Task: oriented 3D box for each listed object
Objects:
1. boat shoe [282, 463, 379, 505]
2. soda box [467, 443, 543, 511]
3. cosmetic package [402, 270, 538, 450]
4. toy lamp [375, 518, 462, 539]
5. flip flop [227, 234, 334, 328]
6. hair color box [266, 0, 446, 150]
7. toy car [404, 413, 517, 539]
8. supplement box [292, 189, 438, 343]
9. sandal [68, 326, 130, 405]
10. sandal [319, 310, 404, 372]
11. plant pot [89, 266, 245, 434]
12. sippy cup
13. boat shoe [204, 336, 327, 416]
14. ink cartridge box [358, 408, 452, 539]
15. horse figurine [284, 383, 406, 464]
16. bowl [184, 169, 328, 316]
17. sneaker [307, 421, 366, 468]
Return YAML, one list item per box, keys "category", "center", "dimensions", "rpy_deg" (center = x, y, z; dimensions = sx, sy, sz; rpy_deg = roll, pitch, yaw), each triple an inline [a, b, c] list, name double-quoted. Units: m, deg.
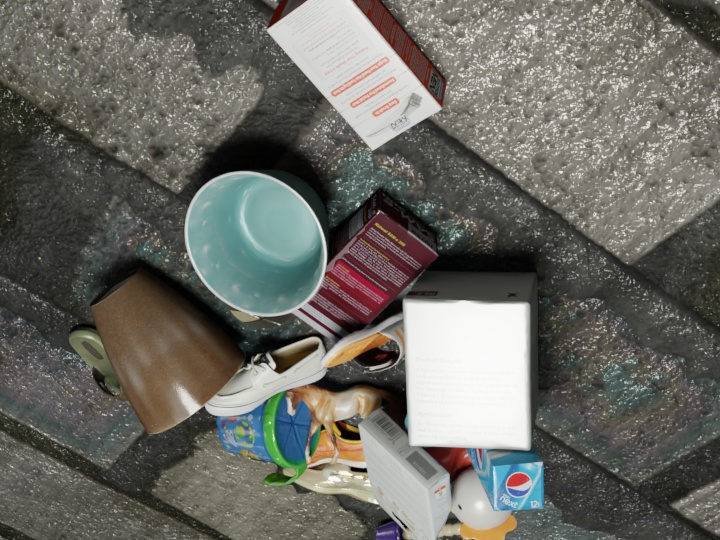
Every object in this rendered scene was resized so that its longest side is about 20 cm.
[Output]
- category: "boat shoe"
  center: [-0.030, 0.335, 1.860]
  dimensions: [0.198, 0.072, 0.066]
  rpy_deg: [12, 99, 9]
- category: "soda box"
  center: [0.190, 0.249, 1.496]
  dimensions: [0.067, 0.200, 0.065]
  rpy_deg: [-4, 102, -4]
- category: "cosmetic package"
  center: [0.151, 0.114, 1.493]
  dimensions: [0.163, 0.165, 0.202]
  rpy_deg: [1, 103, 13]
- category: "toy lamp"
  center: [0.123, 0.449, 1.926]
  dimensions: [0.198, 0.059, 0.059]
  rpy_deg: [-8, 129, 21]
- category: "flip flop"
  center: [-0.105, 0.011, 1.590]
  dimensions: [0.081, 0.058, 0.200]
  rpy_deg: [40, 113, -23]
- category: "hair color box"
  center: [-0.002, -0.251, 1.318]
  dimensions: [0.110, 0.064, 0.200]
  rpy_deg: [-27, 119, 31]
- category: "toy car"
  center: [0.156, 0.315, 1.655]
  dimensions: [0.175, 0.202, 0.185]
  rpy_deg: [-11, 147, 0]
- category: "supplement box"
  center: [0.000, 0.000, 1.514]
  dimensions: [0.108, 0.061, 0.200]
  rpy_deg: [36, 116, -21]
- category: "sandal"
  center: [-0.398, 0.172, 1.801]
  dimensions: [0.079, 0.058, 0.201]
  rpy_deg: [-26, 121, 32]
- category: "sandal"
  center: [0.020, 0.114, 1.554]
  dimensions: [0.059, 0.206, 0.079]
  rpy_deg: [53, 125, 12]
- category: "plant pot"
  center: [-0.301, 0.102, 1.648]
  dimensions: [0.186, 0.187, 0.201]
  rpy_deg: [-26, 108, 32]
- category: "sippy cup"
  center: [-0.150, 0.240, 1.761]
  dimensions: [0.129, 0.180, 0.139]
  rpy_deg: [-4, 160, 32]
- category: "boat shoe"
  center: [-0.141, 0.150, 1.660]
  dimensions: [0.198, 0.071, 0.070]
  rpy_deg: [-18, 135, -16]
- category: "ink cartridge box"
  center: [0.073, 0.320, 1.650]
  dimensions: [0.162, 0.050, 0.201]
  rpy_deg: [39, 154, 38]
- category: "horse figurine"
  center: [-0.017, 0.225, 1.728]
  dimensions: [0.198, 0.050, 0.134]
  rpy_deg: [-7, 98, -7]
- category: "bowl"
  center: [-0.120, -0.052, 1.477]
  dimensions: [0.199, 0.105, 0.203]
  rpy_deg: [9, 116, 18]
- category: "sneaker"
  center: [-0.058, 0.276, 1.818]
  dimensions: [0.198, 0.073, 0.078]
  rpy_deg: [-6, 108, 14]
